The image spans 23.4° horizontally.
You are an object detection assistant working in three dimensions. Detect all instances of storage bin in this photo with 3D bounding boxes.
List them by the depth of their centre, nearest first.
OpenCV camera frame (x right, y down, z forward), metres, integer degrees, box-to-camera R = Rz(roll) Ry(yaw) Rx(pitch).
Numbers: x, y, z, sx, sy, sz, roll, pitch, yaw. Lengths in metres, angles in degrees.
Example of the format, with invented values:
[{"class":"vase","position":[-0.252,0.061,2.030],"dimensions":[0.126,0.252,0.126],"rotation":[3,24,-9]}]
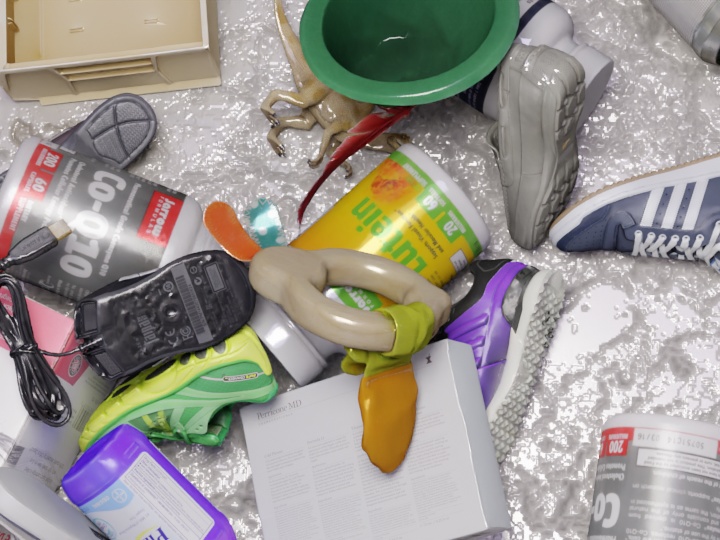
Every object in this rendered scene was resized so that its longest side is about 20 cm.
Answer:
[{"class":"storage bin","position":[-0.226,-0.261,1.533],"dimensions":[0.198,0.094,0.201],"rotation":[-6,75,5]}]

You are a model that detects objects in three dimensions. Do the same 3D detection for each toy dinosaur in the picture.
[{"class":"toy dinosaur","position":[-0.039,-0.148,1.511],"dimensions":[0.101,0.058,0.200],"rotation":[-39,82,-20]}]

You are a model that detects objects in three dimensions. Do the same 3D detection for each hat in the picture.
[{"class":"hat","position":[0.039,-0.151,1.431],"dimensions":[0.199,0.176,0.166],"rotation":[1,57,12]}]

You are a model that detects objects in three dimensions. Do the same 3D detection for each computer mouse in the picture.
[{"class":"computer mouse","position":[-0.190,0.018,1.343],"dimensions":[0.199,0.046,0.141],"rotation":[-28,98,-11]}]

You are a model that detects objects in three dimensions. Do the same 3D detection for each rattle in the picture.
[{"class":"rattle","position":[-0.038,0.043,1.344],"dimensions":[0.199,0.143,0.130],"rotation":[18,42,15]}]

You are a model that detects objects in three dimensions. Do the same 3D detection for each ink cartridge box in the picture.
[{"class":"ink cartridge box","position":[-0.286,0.131,1.407],"dimensions":[0.083,0.147,0.201],"rotation":[24,79,13]}]

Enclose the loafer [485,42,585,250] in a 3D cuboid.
[{"class":"loafer","position":[0.137,-0.101,1.406],"dimensions":[0.070,0.201,0.070],"rotation":[28,50,24]}]

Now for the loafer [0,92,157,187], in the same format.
[{"class":"loafer","position":[-0.260,-0.082,1.516],"dimensions":[0.200,0.063,0.072],"rotation":[-38,104,0]}]

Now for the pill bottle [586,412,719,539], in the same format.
[{"class":"pill bottle","position":[0.230,0.219,1.342],"dimensions":[0.113,0.114,0.201],"rotation":[8,76,9]}]

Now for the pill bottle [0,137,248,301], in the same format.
[{"class":"pill bottle","position":[-0.198,-0.023,1.429],"dimensions":[0.199,0.114,0.114],"rotation":[21,78,-6]}]

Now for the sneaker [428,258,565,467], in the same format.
[{"class":"sneaker","position":[0.089,0.081,1.424],"dimensions":[0.099,0.070,0.201],"rotation":[20,82,26]}]

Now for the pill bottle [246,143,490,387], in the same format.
[{"class":"pill bottle","position":[0.000,0.000,1.428],"dimensions":[0.200,0.111,0.111],"rotation":[-42,75,-5]}]

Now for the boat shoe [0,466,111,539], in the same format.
[{"class":"boat shoe","position":[-0.239,0.220,1.361],"dimensions":[0.066,0.200,0.072],"rotation":[-44,53,0]}]

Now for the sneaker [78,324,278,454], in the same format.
[{"class":"sneaker","position":[-0.150,0.116,1.407],"dimensions":[0.200,0.074,0.084],"rotation":[-28,103,31]}]

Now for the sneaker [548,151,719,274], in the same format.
[{"class":"sneaker","position":[0.262,-0.025,1.427],"dimensions":[0.199,0.070,0.109],"rotation":[-18,72,-2]}]

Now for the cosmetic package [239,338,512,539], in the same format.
[{"class":"cosmetic package","position":[0.009,0.156,1.380],"dimensions":[0.199,0.052,0.152],"rotation":[-19,74,26]}]

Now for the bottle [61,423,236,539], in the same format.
[{"class":"bottle","position":[-0.144,0.213,1.381],"dimensions":[0.200,0.083,0.065],"rotation":[47,46,-9]}]

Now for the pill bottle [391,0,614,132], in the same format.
[{"class":"pill bottle","position":[0.109,-0.194,1.468],"dimensions":[0.200,0.111,0.111],"rotation":[35,81,14]}]

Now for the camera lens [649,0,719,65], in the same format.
[{"class":"camera lens","position":[0.295,-0.284,1.445],"dimensions":[0.160,0.160,0.200],"rotation":[-37,74,-4]}]
